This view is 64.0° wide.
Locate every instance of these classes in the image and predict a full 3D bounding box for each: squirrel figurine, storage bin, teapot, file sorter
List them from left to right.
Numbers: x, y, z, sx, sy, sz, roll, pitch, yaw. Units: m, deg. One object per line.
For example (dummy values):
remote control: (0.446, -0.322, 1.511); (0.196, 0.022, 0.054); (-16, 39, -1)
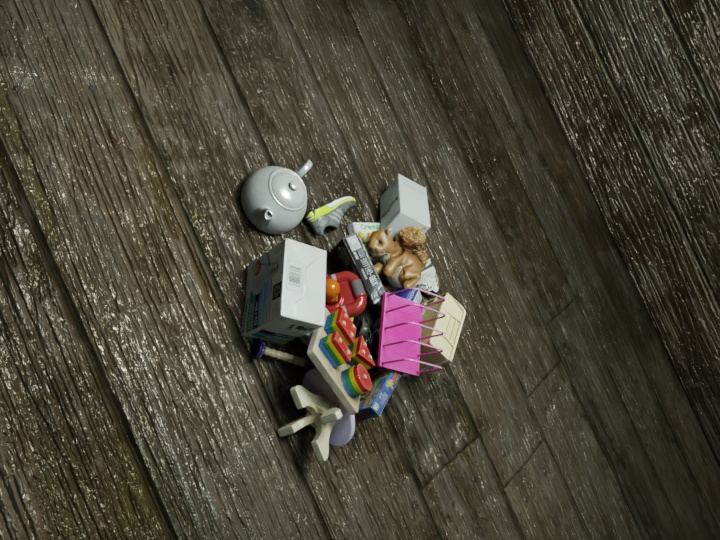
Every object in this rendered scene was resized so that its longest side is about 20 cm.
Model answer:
teapot: (-0.212, -0.204, 1.547); (0.196, 0.146, 0.202); (2, 69, -42)
squirrel figurine: (0.109, -0.055, 1.737); (0.200, 0.141, 0.187); (-40, 104, -25)
file sorter: (0.142, 0.160, 1.516); (0.138, 0.125, 0.202); (19, 66, -33)
storage bin: (0.192, 0.187, 1.706); (0.094, 0.199, 0.199); (42, 49, -18)

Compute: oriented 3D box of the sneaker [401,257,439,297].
sneaker: (0.200, 0.045, 1.863); (0.116, 0.075, 0.200); (57, 42, -4)

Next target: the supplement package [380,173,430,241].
supplement package: (0.139, -0.187, 1.839); (0.117, 0.117, 0.201); (24, 39, -21)

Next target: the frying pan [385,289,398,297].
frying pan: (0.073, 0.068, 1.673); (0.189, 0.115, 0.031); (31, 85, 19)

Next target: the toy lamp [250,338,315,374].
toy lamp: (-0.178, 0.222, 1.451); (0.199, 0.058, 0.059); (21, 58, -34)

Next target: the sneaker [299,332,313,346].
sneaker: (-0.089, 0.190, 1.499); (0.071, 0.072, 0.201); (-63, 142, -30)

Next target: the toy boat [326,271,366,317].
toy boat: (-0.082, 0.064, 1.517); (0.198, 0.131, 0.131); (-16, 66, -10)

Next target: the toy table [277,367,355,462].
toy table: (-0.102, 0.349, 1.396); (0.201, 0.183, 0.117); (57, 27, 6)

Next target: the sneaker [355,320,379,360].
sneaker: (0.029, 0.197, 1.579); (0.103, 0.200, 0.060); (23, 67, -2)

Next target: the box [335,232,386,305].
box: (0.000, 0.000, 1.643); (0.049, 0.158, 0.201); (-25, 90, -12)

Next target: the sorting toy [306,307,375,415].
sorting toy: (-0.034, 0.208, 1.410); (0.200, 0.069, 0.200); (57, 18, -19)

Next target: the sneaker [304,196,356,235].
sneaker: (-0.083, -0.162, 1.711); (0.199, 0.074, 0.082); (-30, 102, -40)

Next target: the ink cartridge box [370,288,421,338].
ink cartridge box: (0.106, 0.135, 1.720); (0.201, 0.093, 0.044); (-59, 140, -40)

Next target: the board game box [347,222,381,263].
board game box: (0.054, -0.086, 1.816); (0.199, 0.034, 0.127); (-4, 74, -44)

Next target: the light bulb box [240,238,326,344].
light bulb box: (-0.188, 0.058, 1.413); (0.124, 0.199, 0.200); (18, 60, -34)

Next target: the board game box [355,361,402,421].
board game box: (0.039, 0.315, 1.553); (0.035, 0.135, 0.200); (48, 47, -14)

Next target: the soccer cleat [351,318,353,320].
soccer cleat: (-0.043, 0.134, 1.607); (0.083, 0.065, 0.202); (7, 66, -36)
